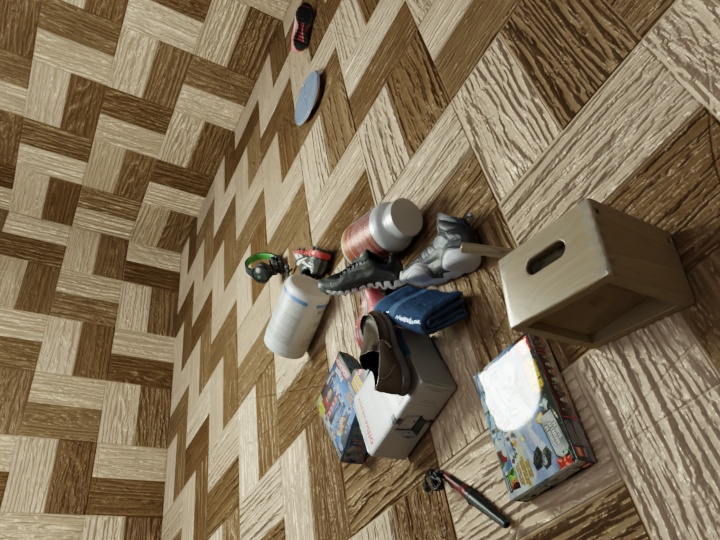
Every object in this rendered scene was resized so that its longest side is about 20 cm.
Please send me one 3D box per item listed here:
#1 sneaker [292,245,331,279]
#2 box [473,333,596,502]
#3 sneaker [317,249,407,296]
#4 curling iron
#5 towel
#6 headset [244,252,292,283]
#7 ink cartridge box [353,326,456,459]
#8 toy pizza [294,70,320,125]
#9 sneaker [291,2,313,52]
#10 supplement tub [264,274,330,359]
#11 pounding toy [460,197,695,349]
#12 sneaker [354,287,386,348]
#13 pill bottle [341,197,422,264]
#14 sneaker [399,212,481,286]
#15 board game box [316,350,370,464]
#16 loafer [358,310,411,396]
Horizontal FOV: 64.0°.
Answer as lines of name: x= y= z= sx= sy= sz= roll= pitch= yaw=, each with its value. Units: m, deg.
sneaker: x=-0.152 y=-0.016 z=1.674 sx=0.200 sy=0.070 sz=0.099 roll=0 pitch=74 yaw=61
box: x=0.244 y=0.210 z=0.837 sx=0.137 sy=0.039 sz=0.202 roll=-53 pitch=35 yaw=40
sneaker: x=0.000 y=0.000 z=1.240 sx=0.067 sy=0.197 sz=0.092 roll=-71 pitch=-27 yaw=-68
curling iron: x=0.167 y=0.365 z=0.919 sx=0.050 sy=0.026 sz=0.199 roll=-44 pitch=23 yaw=-21
towel: x=0.106 y=0.070 z=1.095 sx=0.199 sy=0.111 sz=0.049 roll=11 pitch=123 yaw=63
headset: x=-0.303 y=-0.016 z=1.920 sx=0.199 sy=0.123 sz=0.095 roll=28 pitch=133 yaw=34
ink cartridge box: x=0.077 y=0.235 z=1.096 sx=0.202 sy=0.085 sz=0.147 roll=-62 pitch=29 yaw=27
toy pizza: x=-0.185 y=-0.619 z=2.077 sx=0.200 sy=0.031 sz=0.203 roll=-40 pitch=42 yaw=50
sneaker: x=-0.246 y=-0.968 z=2.301 sx=0.087 sy=0.073 sz=0.203 roll=8 pitch=84 yaw=64
supplement tub: x=-0.174 y=0.125 z=1.584 sx=0.202 sy=0.130 sz=0.132 roll=-64 pitch=29 yaw=19
pounding toy: x=0.264 y=0.001 z=0.740 sx=0.200 sy=0.182 sz=0.144 roll=-42 pitch=42 yaw=48
sneaker: x=0.045 y=0.081 z=1.275 sx=0.086 sy=0.074 sz=0.203 roll=-12 pitch=54 yaw=26
pill bottle: x=0.048 y=-0.082 z=1.278 sx=0.199 sy=0.111 sz=0.114 roll=-30 pitch=51 yaw=55
sneaker: x=0.152 y=-0.041 z=1.105 sx=0.199 sy=0.075 sz=0.116 roll=-23 pitch=56 yaw=51
board game box: x=-0.013 y=0.279 z=1.275 sx=0.202 sy=0.061 sz=0.200 roll=-66 pitch=28 yaw=17
loafer: x=0.031 y=0.143 z=1.047 sx=0.201 sy=0.070 sz=0.074 roll=-118 pitch=34 yaw=-53
